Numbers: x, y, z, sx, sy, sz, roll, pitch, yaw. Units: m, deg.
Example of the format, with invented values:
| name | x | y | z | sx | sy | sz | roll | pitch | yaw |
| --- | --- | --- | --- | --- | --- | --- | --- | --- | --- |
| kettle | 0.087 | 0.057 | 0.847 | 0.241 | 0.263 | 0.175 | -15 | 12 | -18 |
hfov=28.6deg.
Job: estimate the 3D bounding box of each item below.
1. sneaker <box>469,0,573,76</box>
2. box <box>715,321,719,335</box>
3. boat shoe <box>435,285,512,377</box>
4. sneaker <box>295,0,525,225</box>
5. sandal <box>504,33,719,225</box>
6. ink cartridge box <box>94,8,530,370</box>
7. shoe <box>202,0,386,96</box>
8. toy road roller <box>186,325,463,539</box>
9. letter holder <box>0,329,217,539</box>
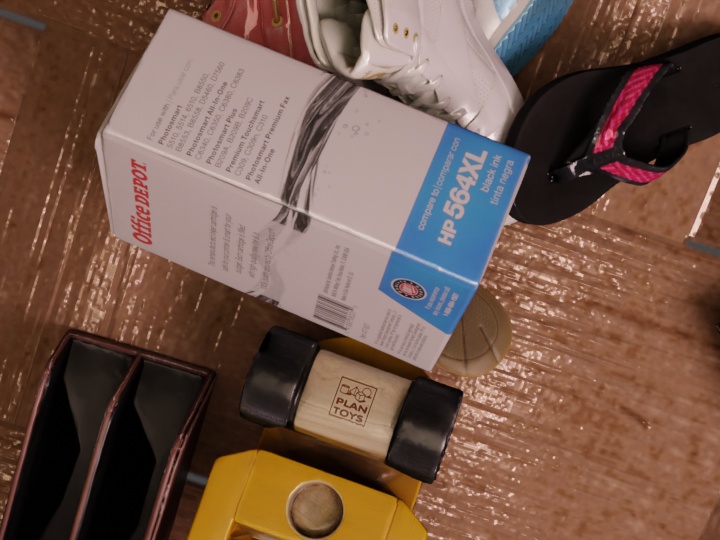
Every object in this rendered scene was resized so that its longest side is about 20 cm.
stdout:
| name | x | y | z | sx | sy | sz | roll | pitch | yaw |
| --- | --- | --- | --- | --- | --- | --- | --- | --- | --- |
| sneaker | 0.089 | -0.195 | 0.808 | 0.081 | 0.076 | 0.200 | 30 | 108 | 18 |
| box | 0.328 | 0.087 | 0.863 | 0.159 | 0.046 | 0.200 | -24 | 113 | 6 |
| boat shoe | 0.000 | 0.000 | 0.852 | 0.200 | 0.065 | 0.073 | 41 | 74 | 8 |
| sneaker | 0.024 | -0.102 | 0.757 | 0.074 | 0.116 | 0.200 | -15 | 103 | 37 |
| sandal | 0.160 | -0.085 | 0.792 | 0.200 | 0.045 | 0.075 | -26 | 115 | -25 |
| ink cartridge box | -0.029 | -0.038 | 0.749 | 0.200 | 0.146 | 0.084 | 24 | 69 | 2 |
| shoe | -0.053 | -0.174 | 0.809 | 0.091 | 0.071 | 0.200 | -13 | 94 | 17 |
| toy road roller | -0.019 | 0.138 | 0.828 | 0.123 | 0.146 | 0.200 | 18 | 78 | 7 |
| letter holder | -0.168 | 0.159 | 0.855 | 0.100 | 0.142 | 0.200 | 17 | 104 | -3 |
